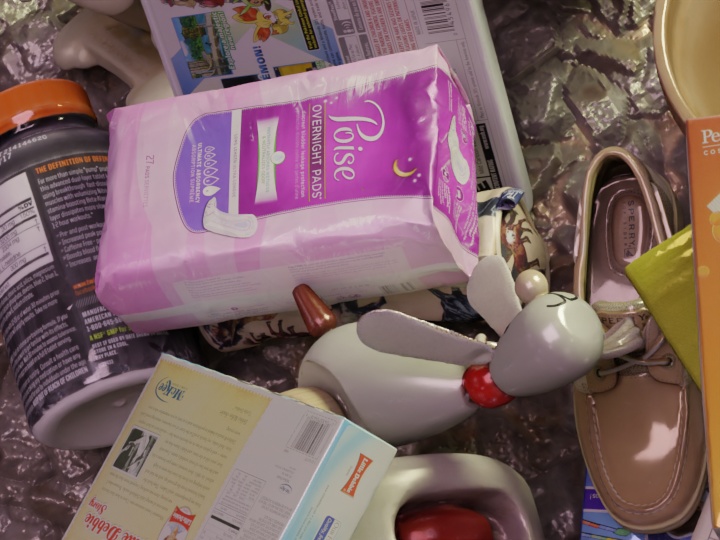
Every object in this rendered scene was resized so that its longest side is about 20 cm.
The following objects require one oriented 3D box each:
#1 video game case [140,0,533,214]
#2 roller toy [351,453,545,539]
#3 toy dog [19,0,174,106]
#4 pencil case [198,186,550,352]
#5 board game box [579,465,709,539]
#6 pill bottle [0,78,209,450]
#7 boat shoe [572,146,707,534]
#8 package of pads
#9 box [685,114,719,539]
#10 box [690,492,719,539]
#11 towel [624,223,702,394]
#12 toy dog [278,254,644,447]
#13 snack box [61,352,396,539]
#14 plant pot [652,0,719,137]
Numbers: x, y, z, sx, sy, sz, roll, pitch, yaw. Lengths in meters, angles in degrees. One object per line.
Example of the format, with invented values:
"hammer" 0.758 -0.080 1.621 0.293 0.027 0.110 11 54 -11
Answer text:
"video game case" -0.014 -0.105 1.390 0.182 0.200 0.022 -6 35 17
"roller toy" 0.012 0.184 1.285 0.182 0.200 0.140 -17 69 7
"toy dog" -0.128 -0.208 1.425 0.194 0.200 0.140 -34 41 -4
"pencil case" 0.000 0.000 1.395 0.199 0.089 0.078 -5 86 18
"board game box" 0.216 0.110 1.320 0.200 0.034 0.136 2 75 20
"pill bottle" -0.162 -0.008 1.444 0.106 0.106 0.200 -24 69 11
"boat shoe" 0.139 0.035 1.314 0.072 0.065 0.201 -6 70 18
"package of pads" -0.040 -0.039 1.343 0.200 0.076 0.121 -9 60 16
"box" 0.222 0.031 1.167 0.124 0.097 0.200 -7 67 15
"box" 0.231 0.102 1.254 0.095 0.078 0.200 20 82 23
"towel" 0.212 0.055 1.225 0.086 0.018 0.200 -32 64 2
"toy dog" 0.030 0.032 1.255 0.200 0.132 0.097 -24 89 24
"snack box" -0.070 0.112 1.225 0.200 0.037 0.116 15 74 60
"plant pot" 0.257 -0.110 1.329 0.200 0.093 0.201 -6 63 12
